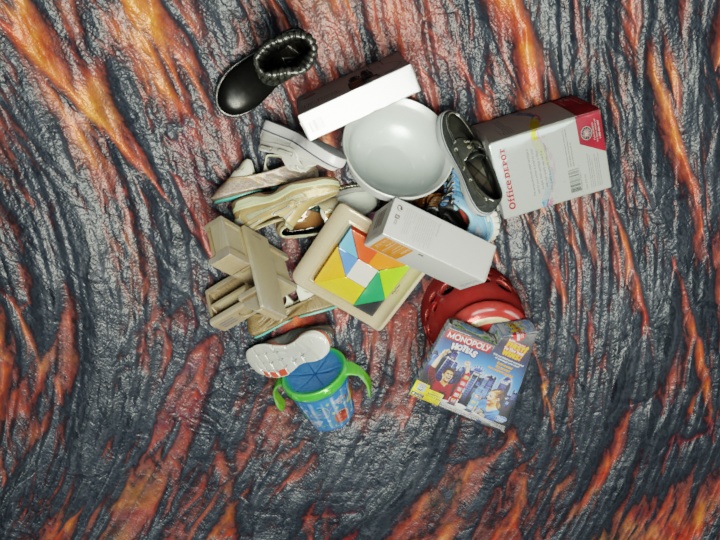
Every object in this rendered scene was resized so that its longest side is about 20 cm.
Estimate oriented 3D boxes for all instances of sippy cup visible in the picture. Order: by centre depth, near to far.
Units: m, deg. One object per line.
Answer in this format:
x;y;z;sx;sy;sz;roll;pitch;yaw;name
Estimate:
-0.074;0.245;1.509;0.140;0.177;0.131;-43;131;-32;sippy cup

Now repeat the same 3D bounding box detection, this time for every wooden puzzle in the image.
0.000;0.000;1.373;0.200;0.037;0.185;32;115;-9;wooden puzzle

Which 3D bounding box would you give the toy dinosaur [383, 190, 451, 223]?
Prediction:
0.137;-0.098;1.416;0.199;0.102;0.136;17;91;4;toy dinosaur

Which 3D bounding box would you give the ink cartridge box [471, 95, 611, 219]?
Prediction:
0.316;-0.204;1.345;0.199;0.145;0.146;-16;114;1;ink cartridge box

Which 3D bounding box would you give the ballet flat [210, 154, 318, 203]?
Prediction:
-0.176;-0.171;1.361;0.199;0.068;0.068;-12;94;-6;ballet flat

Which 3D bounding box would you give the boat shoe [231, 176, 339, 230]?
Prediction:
-0.127;-0.108;1.336;0.199;0.072;0.077;-16;79;12;boat shoe

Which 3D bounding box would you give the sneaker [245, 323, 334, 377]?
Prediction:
-0.132;0.153;1.490;0.199;0.082;0.077;-15;108;27;sneaker

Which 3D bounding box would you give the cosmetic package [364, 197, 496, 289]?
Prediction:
0.119;-0.043;1.301;0.199;0.101;0.072;24;74;-13;cosmetic package

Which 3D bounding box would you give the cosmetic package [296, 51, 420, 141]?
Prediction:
-0.009;-0.296;1.271;0.199;0.151;0.052;-24;112;4;cosmetic package

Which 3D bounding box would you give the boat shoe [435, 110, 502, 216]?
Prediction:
0.189;-0.190;1.280;0.068;0.057;0.201;-15;76;-26;boat shoe

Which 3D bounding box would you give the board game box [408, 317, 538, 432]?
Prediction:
0.213;0.160;1.337;0.199;0.062;0.200;24;106;-14;board game box

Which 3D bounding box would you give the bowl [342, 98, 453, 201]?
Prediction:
0.057;-0.198;1.330;0.200;0.090;0.202;5;68;-12;bowl

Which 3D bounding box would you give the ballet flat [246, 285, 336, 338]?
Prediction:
-0.132;0.066;1.465;0.199;0.068;0.073;-21;94;7;ballet flat

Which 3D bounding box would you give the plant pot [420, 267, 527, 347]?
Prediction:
0.226;0.108;1.450;0.199;0.183;0.201;-2;111;-5;plant pot

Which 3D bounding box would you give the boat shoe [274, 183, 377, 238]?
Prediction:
-0.060;-0.101;1.391;0.199;0.068;0.075;-21;114;3;boat shoe

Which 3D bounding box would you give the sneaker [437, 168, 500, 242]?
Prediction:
0.176;-0.139;1.351;0.090;0.078;0.201;-17;79;-26;sneaker

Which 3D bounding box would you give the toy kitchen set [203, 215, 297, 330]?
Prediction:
-0.229;0.045;1.323;0.180;0.164;0.200;-29;149;18;toy kitchen set

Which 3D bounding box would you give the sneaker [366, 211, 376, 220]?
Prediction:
0.033;-0.017;1.437;0.088;0.081;0.201;6;117;-15;sneaker

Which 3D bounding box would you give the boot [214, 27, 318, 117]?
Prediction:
-0.161;-0.322;1.239;0.211;0.158;0.079;-40;111;11;boot

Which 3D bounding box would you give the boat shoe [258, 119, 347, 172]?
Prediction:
-0.105;-0.199;1.287;0.072;0.200;0.066;4;111;-54;boat shoe
